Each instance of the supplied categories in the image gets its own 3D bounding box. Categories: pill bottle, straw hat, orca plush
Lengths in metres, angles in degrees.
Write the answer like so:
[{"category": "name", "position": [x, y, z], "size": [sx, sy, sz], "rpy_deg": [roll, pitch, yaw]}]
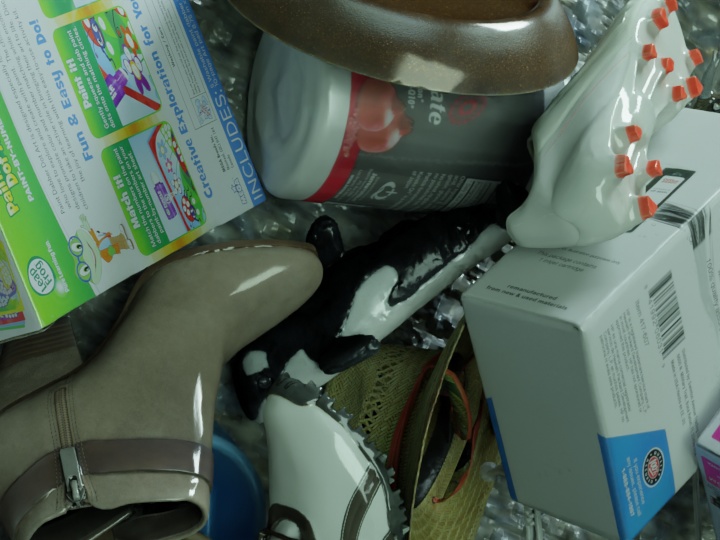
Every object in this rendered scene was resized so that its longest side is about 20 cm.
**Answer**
[{"category": "pill bottle", "position": [0.046, -0.086, 1.067], "size": [0.199, 0.111, 0.111], "rpy_deg": [5, 89, -26]}, {"category": "straw hat", "position": [0.023, 0.085, 1.066], "size": [0.085, 0.201, 0.202], "rpy_deg": [13, 83, 17]}, {"category": "orca plush", "position": [0.000, 0.000, 1.037], "size": [0.071, 0.200, 0.105], "rpy_deg": [52, 27, -7]}]

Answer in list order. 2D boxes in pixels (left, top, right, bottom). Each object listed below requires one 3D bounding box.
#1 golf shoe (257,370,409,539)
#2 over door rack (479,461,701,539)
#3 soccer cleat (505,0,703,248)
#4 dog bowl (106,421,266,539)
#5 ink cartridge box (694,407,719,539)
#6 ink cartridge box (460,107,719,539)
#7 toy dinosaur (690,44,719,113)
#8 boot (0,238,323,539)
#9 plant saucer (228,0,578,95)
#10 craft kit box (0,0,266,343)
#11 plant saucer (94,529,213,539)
[{"category": "golf shoe", "position": [-0.025, 0.153, 0.965], "size": [0.094, 0.078, 0.201], "rpy_deg": [-25, 109, -31]}, {"category": "over door rack", "position": [0.147, 0.168, 1.142], "size": [0.147, 0.066, 0.201], "rpy_deg": [-30, 116, -29]}, {"category": "soccer cleat", "position": [0.129, -0.084, 1.015], "size": [0.069, 0.077, 0.200], "rpy_deg": [58, 35, -26]}, {"category": "dog bowl", "position": [-0.103, 0.174, 1.032], "size": [0.111, 0.050, 0.201], "rpy_deg": [2, 89, -26]}, {"category": "ink cartridge box", "position": [0.245, 0.103, 1.087], "size": [0.119, 0.042, 0.200], "rpy_deg": [-51, 152, -16]}, {"category": "ink cartridge box", "position": [0.158, 0.024, 1.037], "size": [0.200, 0.084, 0.147], "rpy_deg": [-40, 128, -34]}, {"category": "toy dinosaur", "position": [0.172, -0.035, 1.161], "size": [0.200, 0.077, 0.102], "rpy_deg": [-41, 95, -14]}, {"category": "boot", "position": [-0.099, 0.069, 0.968], "size": [0.199, 0.147, 0.070], "rpy_deg": [-20, 135, -2]}, {"category": "plant saucer", "position": [0.023, -0.151, 1.013], "size": [0.199, 0.200, 0.032], "rpy_deg": [-1, 123, -26]}, {"category": "craft kit box", "position": [-0.149, -0.091, 0.959], "size": [0.197, 0.048, 0.201], "rpy_deg": [-34, 105, -56]}, {"category": "plant saucer", "position": [-0.129, 0.225, 0.978], "size": [0.199, 0.029, 0.201], "rpy_deg": [0, 90, -25]}]
